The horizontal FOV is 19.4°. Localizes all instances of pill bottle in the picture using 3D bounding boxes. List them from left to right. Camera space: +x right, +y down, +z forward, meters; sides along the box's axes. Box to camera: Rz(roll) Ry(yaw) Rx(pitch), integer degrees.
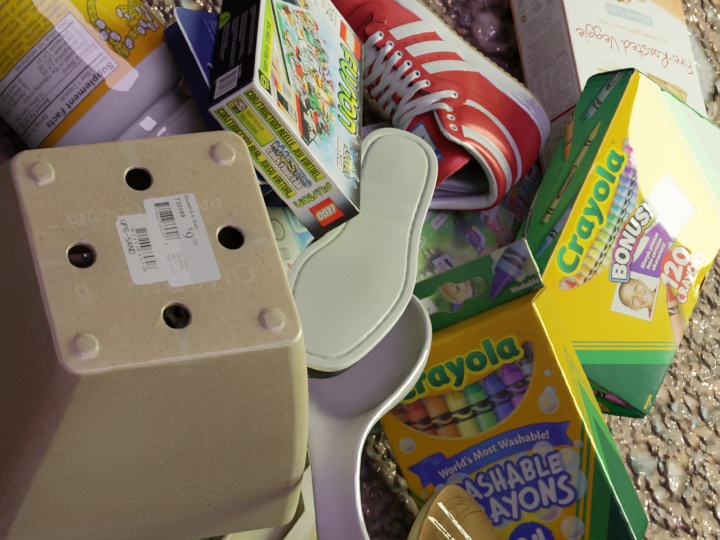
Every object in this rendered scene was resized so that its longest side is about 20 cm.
[{"bbox_3d":[-0.179,-0.132,1.294,0.200,0.113,0.113,48,54,-5],"label":"pill bottle"}]

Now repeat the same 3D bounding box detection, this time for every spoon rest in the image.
[{"bbox_3d":[-0.005,0.087,1.254,0.061,0.098,0.202,65,20,-51],"label":"spoon rest"}]

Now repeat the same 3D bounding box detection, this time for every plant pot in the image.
[{"bbox_3d":[-0.132,0.030,1.177,0.198,0.177,0.201,-7,63,-21],"label":"plant pot"}]

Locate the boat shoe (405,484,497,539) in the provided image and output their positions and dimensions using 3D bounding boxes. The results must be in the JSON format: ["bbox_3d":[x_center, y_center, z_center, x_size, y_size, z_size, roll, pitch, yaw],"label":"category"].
[{"bbox_3d":[0.028,0.209,1.245,0.072,0.072,0.201,45,37,-22],"label":"boat shoe"}]

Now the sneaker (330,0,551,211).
[{"bbox_3d":[0.029,-0.117,1.414,0.199,0.071,0.113,33,42,1],"label":"sneaker"}]

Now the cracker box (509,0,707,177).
[{"bbox_3d":[0.187,-0.125,1.531,0.133,0.058,0.202,9,62,-38],"label":"cracker box"}]

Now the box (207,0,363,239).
[{"bbox_3d":[-0.043,-0.120,1.290,0.110,0.035,0.201,50,23,-29],"label":"box"}]

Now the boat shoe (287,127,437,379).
[{"bbox_3d":[0.000,0.000,1.276,0.075,0.061,0.201,24,48,6],"label":"boat shoe"}]

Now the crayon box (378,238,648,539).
[{"bbox_3d":[0.084,0.098,1.326,0.202,0.125,0.052,66,19,-5],"label":"crayon box"}]

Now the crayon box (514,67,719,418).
[{"bbox_3d":[0.172,-0.018,1.406,0.118,0.058,0.201,31,76,-24],"label":"crayon box"}]

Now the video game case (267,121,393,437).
[{"bbox_3d":[-0.016,0.011,1.389,0.181,0.024,0.202,-15,78,-35],"label":"video game case"}]

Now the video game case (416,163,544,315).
[{"bbox_3d":[0.105,0.022,1.436,0.182,0.022,0.200,51,45,-7],"label":"video game case"}]

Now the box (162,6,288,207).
[{"bbox_3d":[-0.059,-0.099,1.316,0.122,0.032,0.200,65,19,9],"label":"box"}]

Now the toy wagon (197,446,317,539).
[{"bbox_3d":[-0.082,0.142,1.263,0.199,0.040,0.155,39,56,0],"label":"toy wagon"}]
